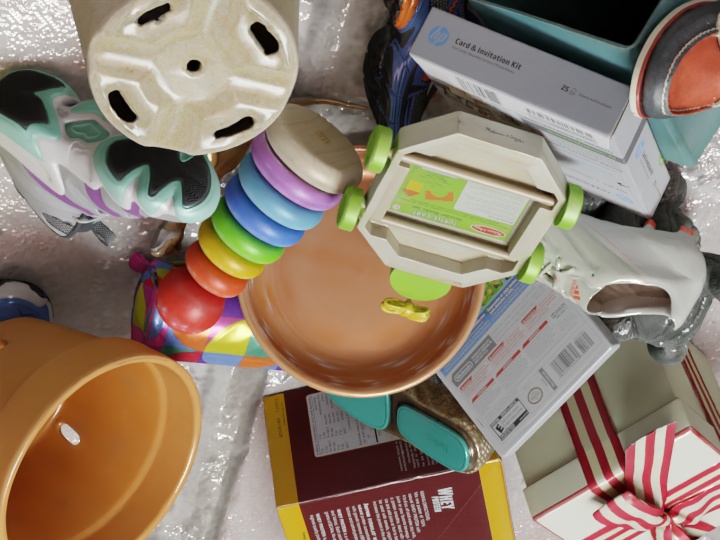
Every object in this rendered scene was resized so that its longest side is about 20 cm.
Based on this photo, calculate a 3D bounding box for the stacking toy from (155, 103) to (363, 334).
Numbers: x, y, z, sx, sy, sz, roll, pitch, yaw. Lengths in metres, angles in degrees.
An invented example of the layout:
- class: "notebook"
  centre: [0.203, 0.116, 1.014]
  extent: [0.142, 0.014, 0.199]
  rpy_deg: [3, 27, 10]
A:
- class: "stacking toy"
  centre: [-0.087, -0.029, 1.241]
  extent: [0.085, 0.086, 0.200]
  rpy_deg: [26, 119, -30]

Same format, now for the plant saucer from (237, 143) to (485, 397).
- class: "plant saucer"
  centre: [0.000, 0.000, 1.304]
  extent: [0.199, 0.037, 0.201]
  rpy_deg: [0, 90, -2]

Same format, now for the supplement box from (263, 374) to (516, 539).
- class: "supplement box"
  centre: [0.033, 0.206, 1.496]
  extent: [0.199, 0.133, 0.198]
  rpy_deg: [-13, 133, 1]

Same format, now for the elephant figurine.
- class: "elephant figurine"
  centre: [0.227, 0.015, 1.312]
  extent: [0.141, 0.201, 0.156]
  rpy_deg: [-12, 134, -1]

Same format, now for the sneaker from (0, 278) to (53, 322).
- class: "sneaker"
  centre: [-0.303, 0.092, 1.368]
  extent: [0.075, 0.077, 0.201]
  rpy_deg: [9, 128, -16]

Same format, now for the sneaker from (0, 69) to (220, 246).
- class: "sneaker"
  centre: [-0.186, -0.059, 1.219]
  extent: [0.199, 0.078, 0.140]
  rpy_deg: [29, 146, 20]

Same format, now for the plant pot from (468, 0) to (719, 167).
- class: "plant pot"
  centre: [0.196, -0.172, 1.156]
  extent: [0.142, 0.141, 0.200]
  rpy_deg: [-56, 144, -12]

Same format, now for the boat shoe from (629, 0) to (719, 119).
- class: "boat shoe"
  centre: [0.249, -0.142, 1.071]
  extent: [0.200, 0.062, 0.072]
  rpy_deg: [-27, 134, -42]

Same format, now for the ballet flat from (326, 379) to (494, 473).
- class: "ballet flat"
  centre: [0.043, 0.112, 1.408]
  extent: [0.065, 0.200, 0.071]
  rpy_deg: [-25, 134, -39]

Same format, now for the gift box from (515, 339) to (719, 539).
- class: "gift box"
  centre: [0.245, 0.145, 1.433]
  extent: [0.200, 0.187, 0.184]
  rpy_deg: [-37, 136, 24]

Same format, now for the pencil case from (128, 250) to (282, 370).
- class: "pencil case"
  centre: [-0.094, 0.037, 1.354]
  extent: [0.199, 0.089, 0.089]
  rpy_deg: [9, 130, -20]

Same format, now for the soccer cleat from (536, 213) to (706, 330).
- class: "soccer cleat"
  centre: [0.159, -0.008, 1.228]
  extent: [0.199, 0.078, 0.069]
  rpy_deg: [11, 151, 21]

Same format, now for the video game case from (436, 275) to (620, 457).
- class: "video game case"
  centre: [0.101, 0.030, 1.323]
  extent: [0.018, 0.200, 0.143]
  rpy_deg: [-11, 147, -53]

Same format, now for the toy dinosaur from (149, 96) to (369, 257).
- class: "toy dinosaur"
  centre: [-0.105, -0.098, 1.260]
  extent: [0.200, 0.061, 0.106]
  rpy_deg: [-42, 138, 10]

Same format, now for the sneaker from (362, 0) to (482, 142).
- class: "sneaker"
  centre: [0.052, -0.165, 1.206]
  extent: [0.078, 0.076, 0.201]
  rpy_deg: [-1, 134, -14]

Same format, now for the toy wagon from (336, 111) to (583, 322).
- class: "toy wagon"
  centre: [0.062, -0.035, 1.182]
  extent: [0.154, 0.040, 0.200]
  rpy_deg: [16, 141, -10]

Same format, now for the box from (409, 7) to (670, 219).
- class: "box"
  centre: [0.133, -0.108, 1.162]
  extent: [0.041, 0.155, 0.200]
  rpy_deg: [-62, 158, -5]

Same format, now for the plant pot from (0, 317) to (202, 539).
- class: "plant pot"
  centre: [-0.244, 0.127, 1.293]
  extent: [0.200, 0.140, 0.201]
  rpy_deg: [-31, 137, -35]

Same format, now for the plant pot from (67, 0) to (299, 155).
- class: "plant pot"
  centre: [-0.115, -0.184, 1.080]
  extent: [0.199, 0.184, 0.201]
  rpy_deg: [-5, 132, -6]
